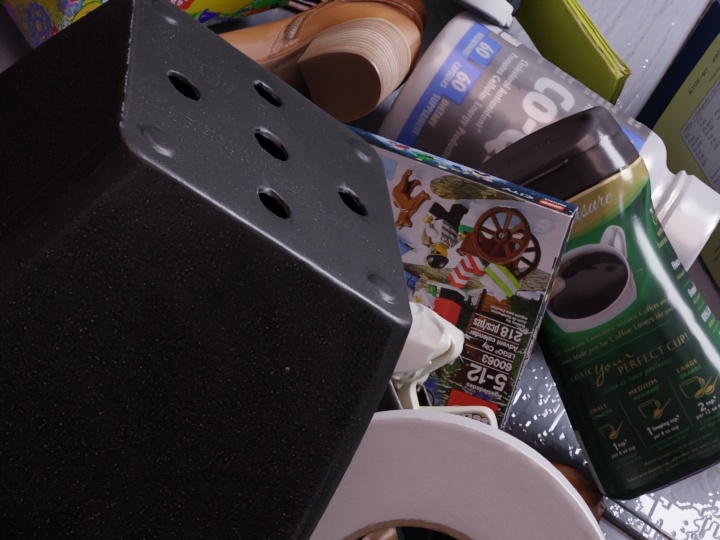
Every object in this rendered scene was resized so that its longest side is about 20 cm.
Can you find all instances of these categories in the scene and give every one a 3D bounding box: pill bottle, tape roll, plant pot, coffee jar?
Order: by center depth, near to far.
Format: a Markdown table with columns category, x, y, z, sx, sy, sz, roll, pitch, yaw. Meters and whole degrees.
| category | x | y | z | sx | sy | sz | roll | pitch | yaw |
| --- | --- | --- | --- | --- | --- | --- | --- | --- | --- |
| plant pot | -0.090 | 0.009 | 0.601 | 0.199 | 0.178 | 0.200 | 32 | 25 | -24 |
| tape roll | 0.024 | 0.166 | 0.674 | 0.200 | 0.037 | 0.206 | 0 | 90 | 6 |
| coffee jar | 0.137 | 0.016 | 0.810 | 0.202 | 0.103 | 0.085 | 63 | 18 | -3 |
| pill bottle | 0.116 | -0.060 | 0.905 | 0.199 | 0.114 | 0.114 | 34 | 50 | 6 |

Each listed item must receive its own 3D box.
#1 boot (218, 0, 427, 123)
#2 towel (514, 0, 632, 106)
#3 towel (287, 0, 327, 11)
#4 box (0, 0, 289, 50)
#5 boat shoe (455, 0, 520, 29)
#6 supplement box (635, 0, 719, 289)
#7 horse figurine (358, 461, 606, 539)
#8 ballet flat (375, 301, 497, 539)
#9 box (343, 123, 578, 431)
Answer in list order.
| category | x | y | z | sx | sy | sz | roll | pitch | yaw |
| --- | --- | --- | --- | --- | --- | --- | --- | --- | --- |
| boot | -0.058 | -0.133 | 0.911 | 0.197 | 0.078 | 0.156 | -10 | 22 | 18 |
| towel | 0.121 | -0.192 | 1.014 | 0.018 | 0.086 | 0.201 | -27 | 72 | -10 |
| towel | -0.057 | -0.247 | 1.034 | 0.198 | 0.023 | 0.145 | 20 | 52 | -7 |
| box | -0.113 | -0.249 | 0.862 | 0.191 | 0.201 | 0.123 | -23 | 67 | -36 |
| boat shoe | 0.084 | -0.200 | 0.964 | 0.075 | 0.061 | 0.200 | 29 | 10 | -9 |
| supplement box | 0.326 | -0.069 | 0.981 | 0.198 | 0.135 | 0.201 | -9 | 59 | -27 |
| horse figurine | 0.046 | 0.138 | 0.776 | 0.198 | 0.050 | 0.134 | 19 | 56 | -11 |
| ballet flat | 0.028 | 0.066 | 0.724 | 0.202 | 0.068 | 0.068 | 66 | 15 | 2 |
| box | 0.000 | 0.000 | 0.778 | 0.198 | 0.138 | 0.038 | 20 | 13 | 10 |
